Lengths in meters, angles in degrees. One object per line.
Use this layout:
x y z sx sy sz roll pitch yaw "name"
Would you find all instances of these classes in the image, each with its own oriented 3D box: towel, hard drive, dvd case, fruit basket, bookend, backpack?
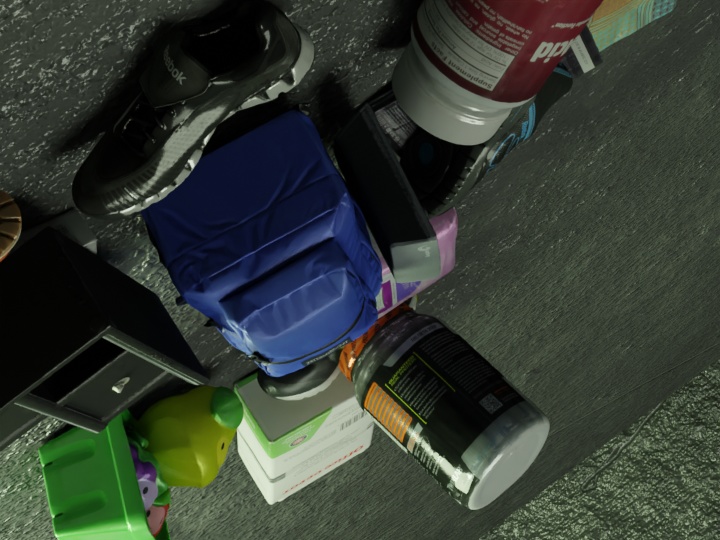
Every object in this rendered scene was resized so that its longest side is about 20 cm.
0.217 -0.234 1.340 0.199 0.022 0.147 -31 160 -14 "towel"
0.022 -0.055 1.233 0.042 0.135 0.200 -26 172 -1 "hard drive"
0.108 -0.162 1.290 0.199 0.016 0.149 -30 158 10 "dvd case"
-0.201 0.204 1.482 0.214 0.156 0.216 -14 157 -6 "fruit basket"
-0.245 0.085 1.108 0.200 0.092 0.199 -36 159 3 "bookend"
-0.068 -0.003 1.192 0.162 0.169 0.200 -23 161 1 "backpack"

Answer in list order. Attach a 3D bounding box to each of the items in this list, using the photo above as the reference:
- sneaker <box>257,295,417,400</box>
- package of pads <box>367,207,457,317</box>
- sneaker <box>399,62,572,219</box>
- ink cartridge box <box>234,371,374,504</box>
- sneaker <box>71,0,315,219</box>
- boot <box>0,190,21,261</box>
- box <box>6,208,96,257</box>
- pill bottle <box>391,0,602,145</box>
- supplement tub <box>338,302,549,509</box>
-0.027 0.052 1.524 0.200 0.074 0.085 -38 155 -21 "sneaker"
0.000 0.000 1.430 0.199 0.076 0.121 -32 156 -10 "package of pads"
0.105 -0.109 1.283 0.082 0.073 0.200 -6 152 -40 "sneaker"
-0.060 0.165 1.677 0.145 0.084 0.200 -28 158 -17 "ink cartridge box"
-0.123 -0.116 1.006 0.200 0.067 0.091 -39 157 -2 "sneaker"
-0.312 0.008 0.976 0.199 0.075 0.107 -23 161 -9 "boot"
-0.274 0.044 1.155 0.144 0.036 0.200 -26 156 -23 "box"
0.108 -0.195 1.120 0.114 0.114 0.200 -17 153 -40 "pill bottle"
0.079 0.129 1.478 0.122 0.200 0.123 -38 155 -21 "supplement tub"
